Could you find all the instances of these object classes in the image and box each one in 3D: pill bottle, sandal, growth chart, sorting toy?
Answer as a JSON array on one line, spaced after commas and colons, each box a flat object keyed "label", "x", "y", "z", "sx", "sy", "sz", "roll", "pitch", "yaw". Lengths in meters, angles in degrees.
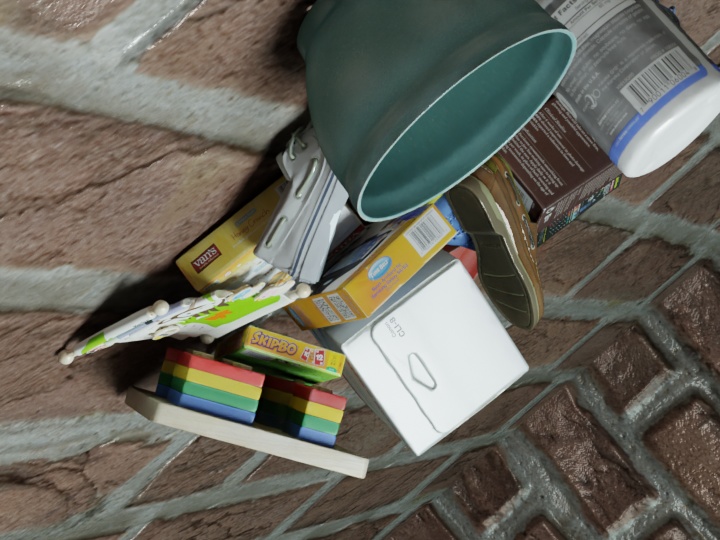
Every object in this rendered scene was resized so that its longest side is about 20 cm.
[{"label": "pill bottle", "x": 0.197, "y": -0.184, "z": 1.411, "sx": 0.114, "sy": 0.200, "sz": 0.114, "roll": -35, "pitch": 164, "yaw": -12}, {"label": "sandal", "x": 0.120, "y": -0.053, "z": 1.838, "sx": 0.079, "sy": 0.087, "sz": 0.200, "roll": -44, "pitch": 163, "yaw": 26}, {"label": "growth chart", "x": -0.146, "y": 0.041, "z": 1.497, "sx": 0.144, "sy": 0.018, "sz": 0.200, "roll": -27, "pitch": 167, "yaw": 36}, {"label": "sorting toy", "x": -0.103, "y": 0.124, "z": 1.598, "sx": 0.199, "sy": 0.199, "sz": 0.070, "roll": -178, "pitch": -76, "yaw": -75}]

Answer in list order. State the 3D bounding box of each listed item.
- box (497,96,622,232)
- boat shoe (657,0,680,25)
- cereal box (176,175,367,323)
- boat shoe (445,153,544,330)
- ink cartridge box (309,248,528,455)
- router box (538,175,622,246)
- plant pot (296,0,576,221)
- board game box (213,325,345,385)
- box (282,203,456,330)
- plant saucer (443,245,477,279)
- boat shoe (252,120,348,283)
[{"label": "box", "x": 0.233, "y": -0.138, "z": 1.832, "sx": 0.200, "sy": 0.100, "sz": 0.075, "roll": -34, "pitch": 165, "yaw": -16}, {"label": "boat shoe", "x": 0.295, "y": -0.230, "z": 1.732, "sx": 0.069, "sy": 0.084, "sz": 0.200, "roll": -30, "pitch": 170, "yaw": 14}, {"label": "cereal box", "x": -0.074, "y": -0.022, "z": 1.549, "sx": 0.144, "sy": 0.040, "sz": 0.200, "roll": -39, "pitch": 165, "yaw": 3}, {"label": "boat shoe", "x": 0.157, "y": -0.030, "z": 1.782, "sx": 0.068, "sy": 0.072, "sz": 0.200, "roll": -45, "pitch": 129, "yaw": -29}, {"label": "ink cartridge box", "x": 0.045, "y": 0.062, "z": 1.709, "sx": 0.144, "sy": 0.146, "sz": 0.200, "roll": -37, "pitch": -159, "yaw": -5}, {"label": "router box", "x": 0.232, "y": -0.109, "z": 1.981, "sx": 0.150, "sy": 0.062, "sz": 0.200, "roll": -36, "pitch": 165, "yaw": -9}, {"label": "plant pot", "x": 0.037, "y": -0.151, "z": 1.254, "sx": 0.200, "sy": 0.134, "sz": 0.200, "roll": -36, "pitch": 164, "yaw": -12}, {"label": "board game box", "x": -0.083, "y": 0.087, "z": 1.670, "sx": 0.200, "sy": 0.095, "sz": 0.030, "roll": 146, "pitch": -40, "yaw": -72}, {"label": "box", "x": 0.000, "y": 0.000, "z": 1.603, "sx": 0.119, "sy": 0.042, "sz": 0.200, "roll": -43, "pitch": -168, "yaw": -20}, {"label": "plant saucer", "x": 0.070, "y": 0.010, "z": 1.991, "sx": 0.199, "sy": 0.037, "sz": 0.200, "roll": -32, "pitch": 166, "yaw": -25}, {"label": "boat shoe", "x": -0.036, "y": -0.083, "z": 1.395, "sx": 0.074, "sy": 0.067, "sz": 0.201, "roll": -78, "pitch": -173, "yaw": -71}]
